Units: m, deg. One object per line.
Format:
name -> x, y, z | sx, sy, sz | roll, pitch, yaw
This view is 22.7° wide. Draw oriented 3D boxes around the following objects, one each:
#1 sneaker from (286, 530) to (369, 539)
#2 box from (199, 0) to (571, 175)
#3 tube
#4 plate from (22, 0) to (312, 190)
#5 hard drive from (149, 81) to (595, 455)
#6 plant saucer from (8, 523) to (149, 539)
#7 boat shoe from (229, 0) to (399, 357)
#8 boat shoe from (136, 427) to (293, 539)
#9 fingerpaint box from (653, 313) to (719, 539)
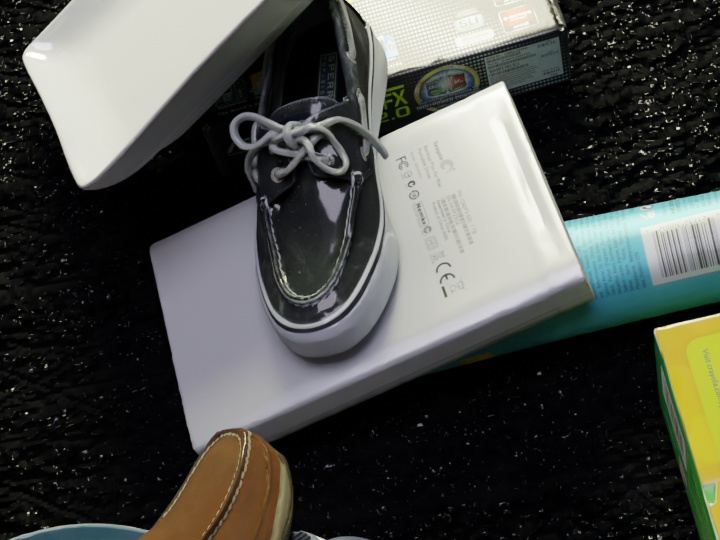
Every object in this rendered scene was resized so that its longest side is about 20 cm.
sneaker -> 0.007, 0.208, 0.734 | 0.082, 0.070, 0.201 | 11, 68, -28
box -> 0.000, -0.149, 0.991 | 0.200, 0.044, 0.160 | -15, 55, 2
tube -> 0.094, 0.005, 0.867 | 0.200, 0.050, 0.078 | -12, 48, 10
plate -> -0.083, -0.140, 0.921 | 0.200, 0.032, 0.200 | -45, 30, 6
hard drive -> 0.000, 0.000, 0.874 | 0.200, 0.026, 0.132 | -25, 51, 9
plant saucer -> -0.130, 0.207, 0.786 | 0.200, 0.027, 0.201 | -5, 56, 8
boat shoe -> -0.021, -0.056, 0.861 | 0.073, 0.068, 0.200 | -6, 56, 22
boat shoe -> -0.093, 0.149, 0.740 | 0.076, 0.074, 0.200 | -21, 39, 52
fingerpaint box -> 0.228, 0.105, 0.750 | 0.166, 0.073, 0.200 | -14, 55, 3
